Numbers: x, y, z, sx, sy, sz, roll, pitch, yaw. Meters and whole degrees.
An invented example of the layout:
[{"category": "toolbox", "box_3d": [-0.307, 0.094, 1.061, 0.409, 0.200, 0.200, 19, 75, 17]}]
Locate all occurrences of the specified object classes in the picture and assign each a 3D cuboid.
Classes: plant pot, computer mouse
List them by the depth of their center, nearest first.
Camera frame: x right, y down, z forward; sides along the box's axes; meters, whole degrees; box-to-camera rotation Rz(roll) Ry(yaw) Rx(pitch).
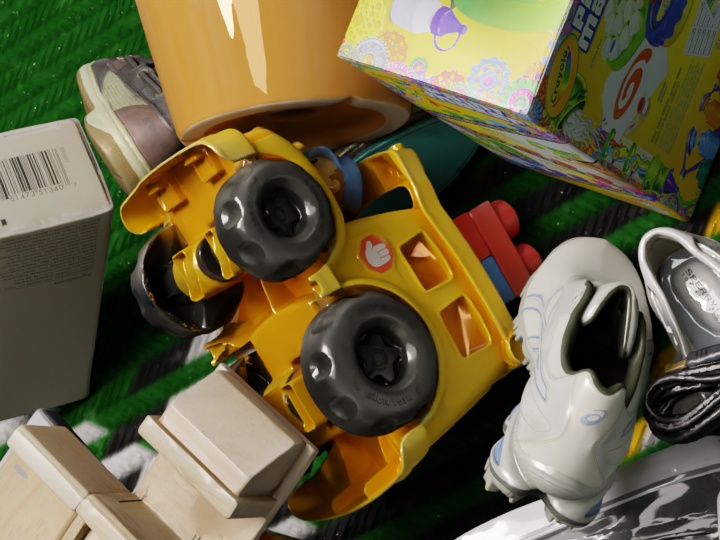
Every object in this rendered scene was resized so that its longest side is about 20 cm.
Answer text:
[{"category": "computer mouse", "box_3d": [0.205, 0.129, 1.122, 0.109, 0.044, 0.202, -16, 91, 24]}, {"category": "plant pot", "box_3d": [-0.043, -0.164, 1.261, 0.199, 0.200, 0.185, -12, 79, 29]}]

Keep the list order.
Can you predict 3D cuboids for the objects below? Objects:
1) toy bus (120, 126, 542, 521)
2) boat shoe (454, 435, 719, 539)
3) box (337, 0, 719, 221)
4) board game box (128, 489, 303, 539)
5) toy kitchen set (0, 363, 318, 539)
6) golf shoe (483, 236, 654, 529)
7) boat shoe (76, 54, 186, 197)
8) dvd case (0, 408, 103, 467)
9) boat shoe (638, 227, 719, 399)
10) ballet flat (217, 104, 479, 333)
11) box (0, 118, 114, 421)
[{"category": "toy bus", "box_3d": [0.000, 0.000, 1.247, 0.201, 0.191, 0.136, 58, 147, -1]}, {"category": "boat shoe", "box_3d": [0.112, 0.153, 1.206, 0.199, 0.070, 0.067, -25, 62, 15]}, {"category": "box", "box_3d": [0.118, -0.157, 1.212, 0.121, 0.192, 0.201, 21, 87, 35]}, {"category": "board game box", "box_3d": [-0.102, 0.182, 1.304, 0.199, 0.105, 0.104, 12, 83, 33]}, {"category": "toy kitchen set", "box_3d": [-0.121, 0.132, 1.121, 0.200, 0.180, 0.164, 41, 103, 24]}, {"category": "golf shoe", "box_3d": [0.121, 0.034, 1.173, 0.201, 0.078, 0.098, -76, 9, -52]}, {"category": "boat shoe", "box_3d": [-0.123, -0.091, 1.381, 0.066, 0.072, 0.201, -28, 17, 1]}, {"category": "dvd case", "box_3d": [-0.151, 0.194, 1.254, 0.200, 0.025, 0.151, 44, 104, 32]}, {"category": "boat shoe", "box_3d": [0.201, 0.055, 1.171, 0.071, 0.069, 0.200, -46, 58, 8]}, {"category": "ballet flat", "box_3d": [-0.016, -0.040, 1.343, 0.200, 0.071, 0.071, -45, 58, 13]}, {"category": "box", "box_3d": [-0.195, 0.005, 1.360, 0.201, 0.082, 0.069, 109, 142, -54]}]
